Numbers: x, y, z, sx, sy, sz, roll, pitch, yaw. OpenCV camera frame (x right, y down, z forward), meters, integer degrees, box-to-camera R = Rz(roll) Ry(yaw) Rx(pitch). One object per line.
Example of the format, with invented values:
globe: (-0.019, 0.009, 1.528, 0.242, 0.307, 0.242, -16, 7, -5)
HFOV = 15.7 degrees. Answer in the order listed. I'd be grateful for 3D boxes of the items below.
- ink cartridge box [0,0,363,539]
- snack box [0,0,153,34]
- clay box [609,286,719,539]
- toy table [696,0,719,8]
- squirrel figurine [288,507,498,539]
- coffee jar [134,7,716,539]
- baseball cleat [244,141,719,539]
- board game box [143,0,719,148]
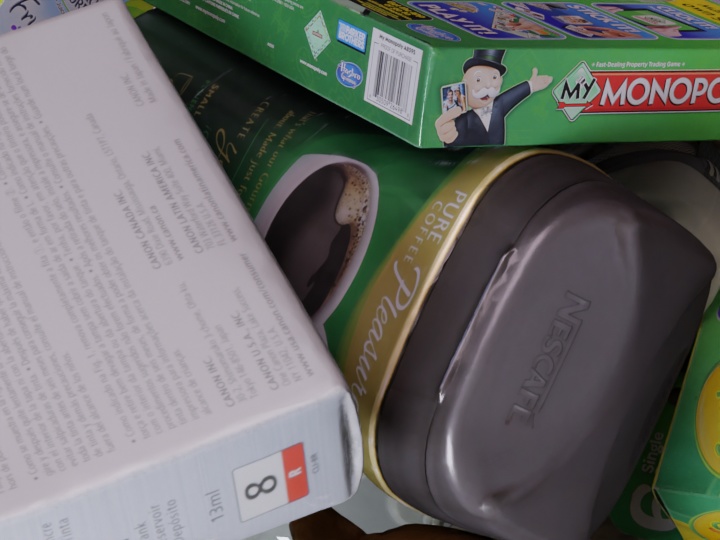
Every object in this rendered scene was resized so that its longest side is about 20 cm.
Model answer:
ink cartridge box: (-0.121, 0.024, 0.652, 0.200, 0.050, 0.162, -22, 49, -11)
snack box: (-0.194, -0.050, 0.944, 0.169, 0.068, 0.200, 17, 69, 39)
clay box: (0.170, 0.032, 0.749, 0.200, 0.048, 0.115, 6, 61, 27)
toy table: (0.161, -0.135, 0.769, 0.200, 0.117, 0.184, 38, 40, 20)
squirrel figurine: (-0.011, 0.148, 0.658, 0.141, 0.200, 0.187, 16, 79, 39)
coffee jar: (0.000, 0.000, 0.727, 0.200, 0.085, 0.104, 26, 91, 43)
baseball cleat: (0.034, 0.026, 0.814, 0.200, 0.070, 0.106, -31, 16, 20)
board game box: (0.018, -0.078, 0.755, 0.200, 0.134, 0.029, 32, 119, 51)
